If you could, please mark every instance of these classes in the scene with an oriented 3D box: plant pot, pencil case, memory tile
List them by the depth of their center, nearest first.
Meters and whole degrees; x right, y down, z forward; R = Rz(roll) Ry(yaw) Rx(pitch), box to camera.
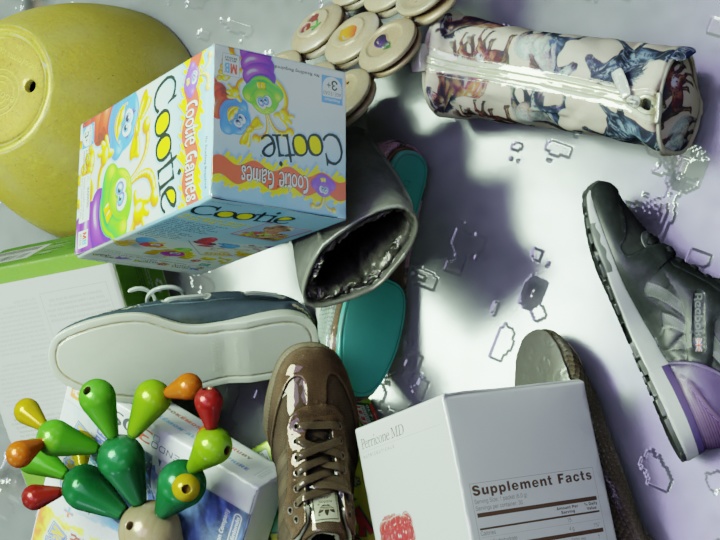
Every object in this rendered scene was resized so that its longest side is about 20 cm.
[{"bbox_3d":[0.137,-0.133,1.148,0.200,0.089,0.078,13,90,26],"label":"pencil case"},{"bbox_3d":[-0.022,-0.153,1.198,0.200,0.017,0.153,-50,34,-9],"label":"memory tile"},{"bbox_3d":[-0.247,-0.130,1.297,0.200,0.142,0.200,-4,81,25],"label":"plant pot"}]

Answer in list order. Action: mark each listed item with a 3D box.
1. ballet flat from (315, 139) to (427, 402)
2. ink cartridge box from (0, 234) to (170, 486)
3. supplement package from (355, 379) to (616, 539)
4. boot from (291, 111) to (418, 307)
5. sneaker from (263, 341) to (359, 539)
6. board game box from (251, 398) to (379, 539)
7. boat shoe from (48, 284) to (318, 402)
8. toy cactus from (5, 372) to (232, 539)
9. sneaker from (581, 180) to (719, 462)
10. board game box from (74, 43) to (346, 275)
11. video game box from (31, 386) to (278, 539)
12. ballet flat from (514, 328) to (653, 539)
[{"bbox_3d":[0.000,0.000,1.214,0.071,0.069,0.200,0,75,49],"label":"ballet flat"},{"bbox_3d":[-0.219,0.077,1.300,0.148,0.076,0.200,-10,104,23],"label":"ink cartridge box"},{"bbox_3d":[0.090,0.186,1.089,0.121,0.120,0.200,-30,67,56],"label":"supplement package"},{"bbox_3d":[-0.041,-0.037,1.173,0.182,0.073,0.200,-46,37,24],"label":"boot"},{"bbox_3d":[-0.024,0.151,1.126,0.070,0.076,0.200,-3,96,-18],"label":"sneaker"},{"bbox_3d":[-0.003,0.204,1.193,0.102,0.048,0.200,-31,72,18],"label":"board game box"},{"bbox_3d":[-0.133,0.048,1.215,0.200,0.062,0.075,-9,116,-11],"label":"boat shoe"},{"bbox_3d":[-0.163,0.156,1.152,0.200,0.102,0.165,-12,105,24],"label":"toy cactus"},{"bbox_3d":[0.219,0.023,1.111,0.087,0.076,0.200,-23,78,5],"label":"sneaker"},{"bbox_3d":[-0.105,-0.070,1.113,0.200,0.105,0.103,-17,69,54],"label":"board game box"},{"bbox_3d":[-0.161,0.195,1.233,0.182,0.047,0.200,28,116,25],"label":"video game box"},{"bbox_3d":[0.159,0.134,1.132,0.067,0.046,0.200,-46,57,50],"label":"ballet flat"}]
